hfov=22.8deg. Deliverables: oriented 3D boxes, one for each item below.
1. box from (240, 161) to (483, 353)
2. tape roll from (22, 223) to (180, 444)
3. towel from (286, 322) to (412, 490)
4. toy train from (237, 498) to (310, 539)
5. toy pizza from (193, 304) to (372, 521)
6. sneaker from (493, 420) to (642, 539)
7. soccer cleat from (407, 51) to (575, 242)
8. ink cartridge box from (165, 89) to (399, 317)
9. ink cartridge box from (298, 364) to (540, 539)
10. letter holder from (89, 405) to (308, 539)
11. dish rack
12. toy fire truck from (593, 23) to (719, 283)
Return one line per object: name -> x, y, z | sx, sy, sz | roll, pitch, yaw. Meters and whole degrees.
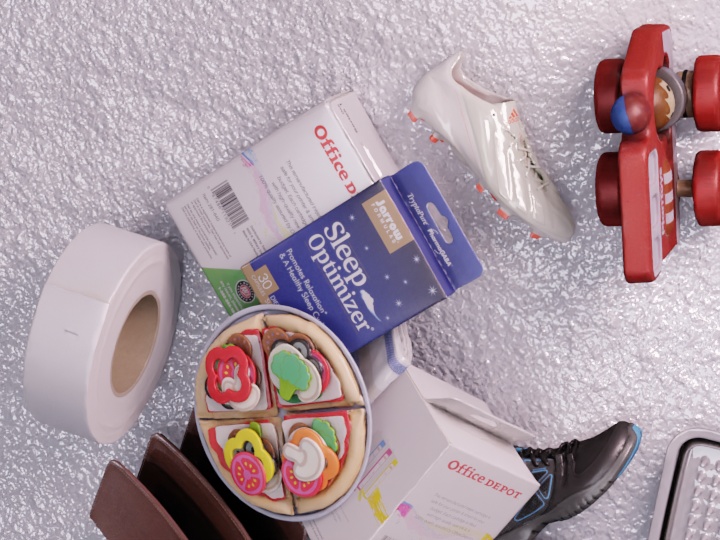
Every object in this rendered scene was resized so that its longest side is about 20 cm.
box -> 0.000, 0.000, 1.603 | 0.199, 0.032, 0.122 | -31, 89, 23
tape roll -> -0.245, 0.060, 1.705 | 0.070, 0.202, 0.205 | 17, 108, 14
towel -> -0.020, 0.111, 1.679 | 0.024, 0.147, 0.200 | 30, 114, -22
toy train -> -0.074, 0.266, 1.766 | 0.113, 0.085, 0.203 | 5, 105, 28
toy pizza -> -0.078, 0.132, 1.622 | 0.198, 0.032, 0.203 | 6, 102, 32
sneaker -> 0.174, 0.194, 1.664 | 0.200, 0.073, 0.082 | -40, 87, 22
soccer cleat -> 0.128, -0.109, 1.609 | 0.200, 0.069, 0.078 | 46, 110, 7
ink cartridge box -> -0.060, -0.056, 1.676 | 0.199, 0.084, 0.146 | -30, 92, 23
ink cartridge box -> 0.056, 0.193, 1.644 | 0.200, 0.128, 0.126 | -50, 40, 15
letter holder -> -0.155, 0.240, 1.720 | 0.200, 0.100, 0.143 | 44, 126, 35
dish rack -> 0.351, 0.246, 1.632 | 0.170, 0.044, 0.202 | 14, 107, 16
toy fire truck -> 0.248, -0.103, 1.513 | 0.111, 0.168, 0.203 | 1, 104, 18
